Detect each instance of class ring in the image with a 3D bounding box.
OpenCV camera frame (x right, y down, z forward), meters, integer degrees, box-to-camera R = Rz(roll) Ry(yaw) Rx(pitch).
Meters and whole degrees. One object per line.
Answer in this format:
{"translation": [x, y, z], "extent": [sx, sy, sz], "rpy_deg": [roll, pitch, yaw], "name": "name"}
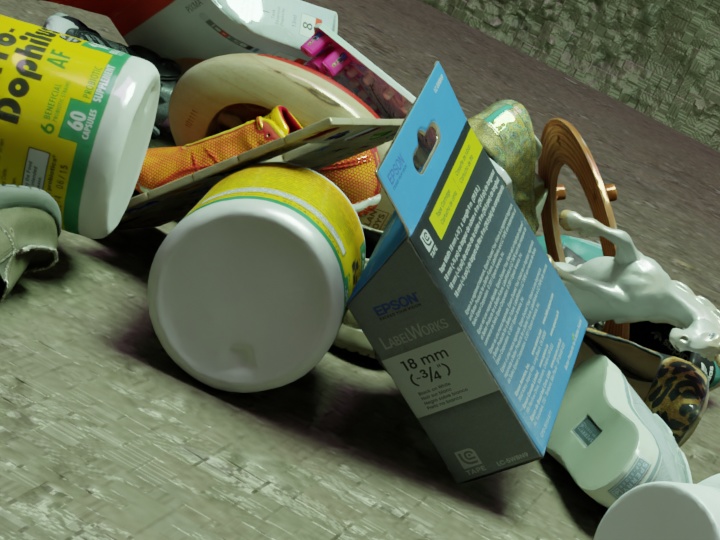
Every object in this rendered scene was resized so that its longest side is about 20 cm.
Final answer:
{"translation": [0.173, -0.018, 1.586], "extent": [0.019, 0.201, 0.200], "rpy_deg": [-11, 22, -9], "name": "ring"}

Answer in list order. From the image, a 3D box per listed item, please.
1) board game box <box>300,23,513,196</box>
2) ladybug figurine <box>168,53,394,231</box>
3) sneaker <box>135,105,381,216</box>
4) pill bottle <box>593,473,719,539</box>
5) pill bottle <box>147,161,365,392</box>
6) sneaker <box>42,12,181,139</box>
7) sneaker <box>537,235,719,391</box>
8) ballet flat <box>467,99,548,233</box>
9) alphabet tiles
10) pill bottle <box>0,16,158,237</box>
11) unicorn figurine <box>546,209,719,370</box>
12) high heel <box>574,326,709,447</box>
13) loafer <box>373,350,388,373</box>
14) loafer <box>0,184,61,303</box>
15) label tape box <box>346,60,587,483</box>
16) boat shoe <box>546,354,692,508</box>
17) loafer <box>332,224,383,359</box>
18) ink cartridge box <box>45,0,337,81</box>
{"translation": [0.039, -0.076, 1.611], "extent": [0.200, 0.026, 0.200], "rpy_deg": [41, -15, 22], "name": "board game box"}
{"translation": [-0.044, -0.092, 1.544], "extent": [0.200, 0.136, 0.072], "rpy_deg": [32, 38, 2], "name": "ladybug figurine"}
{"translation": [-0.078, -0.079, 1.489], "extent": [0.200, 0.077, 0.073], "rpy_deg": [2, 9, 15], "name": "sneaker"}
{"translation": [0.219, 0.165, 1.112], "extent": [0.200, 0.114, 0.114], "rpy_deg": [13, 18, -42], "name": "pill bottle"}
{"translation": [-0.056, -0.004, 1.259], "extent": [0.113, 0.113, 0.200], "rpy_deg": [25, 13, 0], "name": "pill bottle"}
{"translation": [-0.197, -0.146, 1.609], "extent": [0.114, 0.076, 0.200], "rpy_deg": [21, 12, -8], "name": "sneaker"}
{"translation": [0.204, 0.030, 1.680], "extent": [0.200, 0.071, 0.080], "rpy_deg": [33, 11, 22], "name": "sneaker"}
{"translation": [0.114, -0.065, 1.612], "extent": [0.071, 0.071, 0.200], "rpy_deg": [31, -20, 22], "name": "ballet flat"}
{"translation": [-0.072, -0.062, 1.363], "extent": [0.167, 0.200, 0.008], "rpy_deg": [-10, 80, -68], "name": "alphabet tiles"}
{"translation": [-0.230, -0.099, 1.247], "extent": [0.200, 0.113, 0.113], "rpy_deg": [17, 14, 1], "name": "pill bottle"}
{"translation": [0.162, 0.015, 1.385], "extent": [0.137, 0.074, 0.200], "rpy_deg": [27, -4, -27], "name": "unicorn figurine"}
{"translation": [0.159, 0.068, 1.443], "extent": [0.142, 0.071, 0.200], "rpy_deg": [30, -2, -5], "name": "high heel"}
{"translation": [0.063, 0.052, 1.371], "extent": [0.070, 0.070, 0.200], "rpy_deg": [29, 5, 34], "name": "loafer"}
{"translation": [-0.216, -0.010, 1.122], "extent": [0.075, 0.070, 0.200], "rpy_deg": [-6, -5, 15], "name": "loafer"}
{"translation": [0.051, 0.000, 1.229], "extent": [0.200, 0.063, 0.144], "rpy_deg": [58, 30, -20], "name": "label tape box"}
{"translation": [0.163, 0.116, 1.329], "extent": [0.072, 0.070, 0.201], "rpy_deg": [43, 8, -14], "name": "boat shoe"}
{"translation": [0.000, 0.000, 1.437], "extent": [0.076, 0.068, 0.200], "rpy_deg": [21, 14, -18], "name": "loafer"}
{"translation": [-0.141, -0.190, 1.648], "extent": [0.200, 0.050, 0.162], "rpy_deg": [12, -15, -27], "name": "ink cartridge box"}
